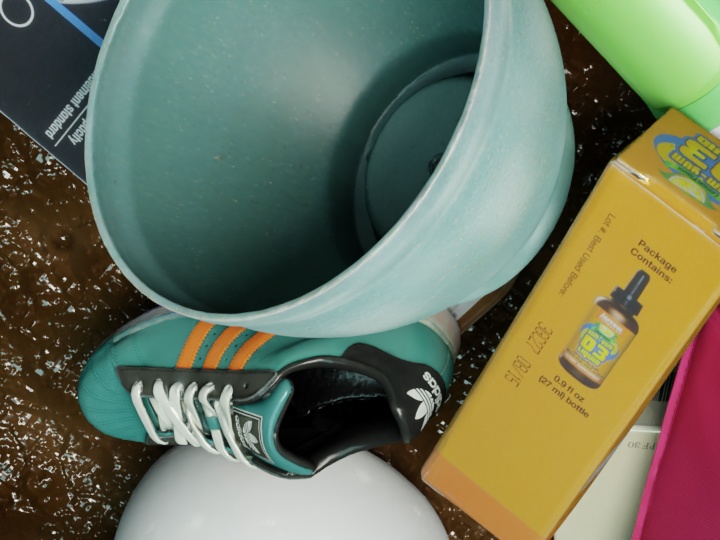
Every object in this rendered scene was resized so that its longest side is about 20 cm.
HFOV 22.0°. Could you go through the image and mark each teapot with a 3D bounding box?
[{"bbox_3d":[-0.053,0.186,0.951,0.197,0.146,0.200,25,134,-4],"label":"teapot"}]

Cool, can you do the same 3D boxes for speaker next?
[{"bbox_3d":[0.107,-0.138,0.755,0.200,0.089,0.088,45,122,-12],"label":"speaker"}]

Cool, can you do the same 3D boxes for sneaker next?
[{"bbox_3d":[-0.054,0.058,0.879,0.199,0.080,0.072,-10,120,21],"label":"sneaker"}]

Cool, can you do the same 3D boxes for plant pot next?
[{"bbox_3d":[0.005,-0.058,0.753,0.200,0.201,0.134,-26,149,29],"label":"plant pot"}]

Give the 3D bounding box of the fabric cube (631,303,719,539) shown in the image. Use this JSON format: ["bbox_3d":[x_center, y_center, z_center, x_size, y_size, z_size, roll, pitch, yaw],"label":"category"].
[{"bbox_3d":[0.240,0.146,0.767,0.199,0.200,0.197,4,114,-14],"label":"fabric cube"}]

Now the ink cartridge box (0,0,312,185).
[{"bbox_3d":[-0.087,-0.121,0.851,0.200,0.043,0.198,39,124,-10],"label":"ink cartridge box"}]

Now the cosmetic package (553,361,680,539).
[{"bbox_3d":[0.151,0.140,0.920,0.103,0.073,0.201,1,120,16],"label":"cosmetic package"}]

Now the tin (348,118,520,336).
[{"bbox_3d":[0.000,0.000,0.899,0.112,0.042,0.200,41,123,-8],"label":"tin"}]

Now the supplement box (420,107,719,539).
[{"bbox_3d":[0.100,0.031,0.780,0.066,0.069,0.200,38,132,12],"label":"supplement box"}]
